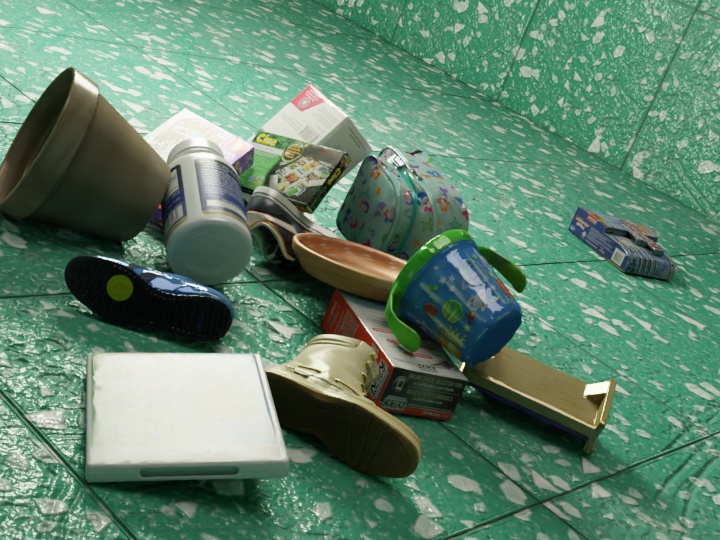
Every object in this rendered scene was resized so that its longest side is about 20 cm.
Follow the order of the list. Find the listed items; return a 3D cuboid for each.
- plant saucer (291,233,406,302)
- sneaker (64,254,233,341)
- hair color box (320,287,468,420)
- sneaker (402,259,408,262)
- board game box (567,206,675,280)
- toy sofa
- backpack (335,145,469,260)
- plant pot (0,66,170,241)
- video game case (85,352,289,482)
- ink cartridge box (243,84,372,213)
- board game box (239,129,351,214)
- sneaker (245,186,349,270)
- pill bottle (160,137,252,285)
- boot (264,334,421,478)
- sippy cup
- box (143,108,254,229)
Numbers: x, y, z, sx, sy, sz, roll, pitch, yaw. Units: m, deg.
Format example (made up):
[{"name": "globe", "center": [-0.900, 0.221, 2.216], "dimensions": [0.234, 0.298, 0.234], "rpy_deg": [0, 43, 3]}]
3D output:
[{"name": "plant saucer", "center": [0.000, 0.000, 1.490], "dimensions": [0.198, 0.038, 0.200], "rpy_deg": [17, 11, -4]}, {"name": "sneaker", "center": [-0.243, 0.030, 1.282], "dimensions": [0.198, 0.067, 0.078], "rpy_deg": [18, 8, -13]}, {"name": "hair color box", "center": [0.038, 0.101, 1.389], "dimensions": [0.110, 0.064, 0.200], "rpy_deg": [13, 20, -28]}, {"name": "sneaker", "center": [0.084, 0.053, 1.574], "dimensions": [0.089, 0.068, 0.200], "rpy_deg": [-11, 37, -45]}, {"name": "board game box", "center": [0.584, -0.056, 2.388], "dimensions": [0.198, 0.062, 0.200], "rpy_deg": [8, 24, -34]}, {"name": "toy sofa", "center": [0.220, 0.160, 1.433], "dimensions": [0.199, 0.098, 0.083], "rpy_deg": [24, 44, 5]}, {"name": "backpack", "center": [0.069, -0.080, 1.727], "dimensions": [0.150, 0.178, 0.200], "rpy_deg": [-2, 40, -43]}, {"name": "plant pot", "center": [-0.346, -0.127, 1.421], "dimensions": [0.173, 0.201, 0.200], "rpy_deg": [32, 13, -27]}, {"name": "video game case", "center": [-0.172, 0.135, 1.071], "dimensions": [0.180, 0.022, 0.200], "rpy_deg": [2, 25, -14]}, {"name": "ink cartridge box", "center": [-0.103, -0.175, 1.741], "dimensions": [0.084, 0.200, 0.145], "rpy_deg": [50, -2, -41]}, {"name": "board game box", "center": [-0.112, -0.148, 1.645], "dimensions": [0.199, 0.105, 0.023], "rpy_deg": [21, -19, 43]}, {"name": "sneaker", "center": [-0.087, -0.032, 1.591], "dimensions": [0.199, 0.080, 0.078], "rpy_deg": [35, -26, -19]}, {"name": "pill bottle", "center": [-0.208, -0.085, 1.468], "dimensions": [0.110, 0.112, 0.201], "rpy_deg": [13, 37, -25]}, {"name": "boot", "center": [-0.002, 0.142, 1.221], "dimensions": [0.199, 0.073, 0.155], "rpy_deg": [22, 23, 18]}, {"name": "sippy cup", "center": [0.125, 0.042, 1.373], "dimensions": [0.130, 0.178, 0.140], "rpy_deg": [47, -1, 27]}, {"name": "box", "center": [-0.267, -0.149, 1.619], "dimensions": [0.136, 0.039, 0.200], "rpy_deg": [29, 48, 19]}]
